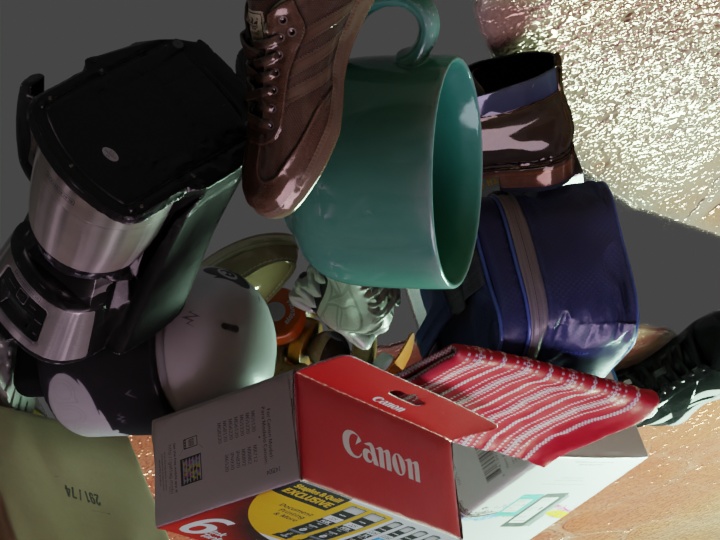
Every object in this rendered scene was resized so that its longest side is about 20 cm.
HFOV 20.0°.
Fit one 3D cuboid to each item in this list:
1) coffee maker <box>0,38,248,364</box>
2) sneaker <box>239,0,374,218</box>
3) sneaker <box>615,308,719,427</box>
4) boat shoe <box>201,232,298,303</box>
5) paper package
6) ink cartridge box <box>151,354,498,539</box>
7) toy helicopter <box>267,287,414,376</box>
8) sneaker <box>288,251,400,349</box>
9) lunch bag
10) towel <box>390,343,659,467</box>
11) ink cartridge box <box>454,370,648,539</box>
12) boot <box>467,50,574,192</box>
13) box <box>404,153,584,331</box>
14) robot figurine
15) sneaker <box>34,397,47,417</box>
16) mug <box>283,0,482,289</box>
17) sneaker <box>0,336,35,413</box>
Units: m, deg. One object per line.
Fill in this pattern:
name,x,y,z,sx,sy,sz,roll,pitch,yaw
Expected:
coffee maker,-0.142,-0.043,1.343,0.190,0.136,0.200,-8,152,-26
sneaker,-0.046,-0.134,1.230,0.075,0.070,0.202,16,94,-35
sneaker,0.297,0.109,2.009,0.111,0.074,0.200,-10,154,-23
boat shoe,-0.110,0.041,1.605,0.072,0.065,0.200,7,143,-43
paper package,-0.237,0.208,1.524,0.103,0.192,0.199,-39,148,20
ink cartridge box,-0.019,0.144,1.449,0.175,0.085,0.199,-21,151,31
toy helicopter,-0.022,0.109,1.642,0.131,0.202,0.079,-3,154,5
sneaker,0.000,0.000,1.550,0.075,0.081,0.200,-40,168,-17
lunch bag,0.112,0.026,1.536,0.131,0.137,0.200,-5,156,-15
towel,0.105,0.101,1.498,0.199,0.023,0.144,15,150,-34
ink cartridge box,0.132,0.156,1.904,0.145,0.148,0.200,5,146,-42
boot,0.057,-0.108,1.463,0.198,0.075,0.098,-5,127,-6
box,0.104,-0.027,1.643,0.157,0.049,0.200,-20,154,-1
robot figurine,-0.158,0.058,1.507,0.198,0.126,0.150,-4,-160,27
sneaker,-0.324,0.138,1.616,0.078,0.091,0.199,-38,150,30
mug,0.012,-0.082,1.366,0.113,0.187,0.152,1,167,16
sneaker,-0.301,0.059,1.520,0.080,0.077,0.200,-7,156,14
